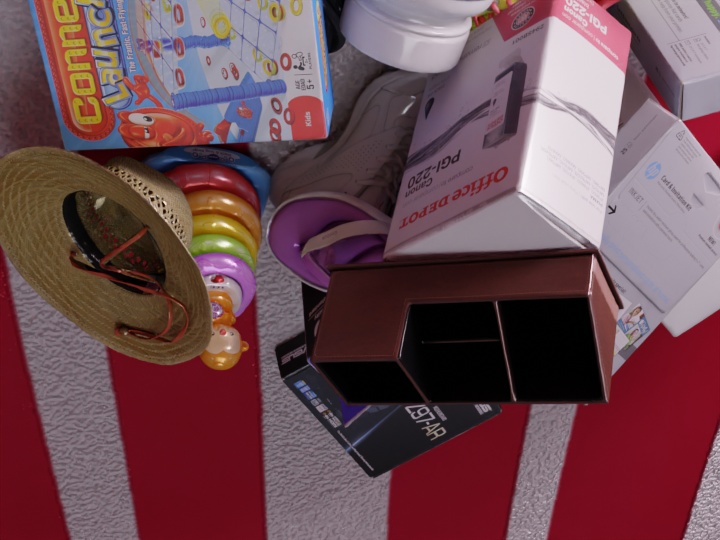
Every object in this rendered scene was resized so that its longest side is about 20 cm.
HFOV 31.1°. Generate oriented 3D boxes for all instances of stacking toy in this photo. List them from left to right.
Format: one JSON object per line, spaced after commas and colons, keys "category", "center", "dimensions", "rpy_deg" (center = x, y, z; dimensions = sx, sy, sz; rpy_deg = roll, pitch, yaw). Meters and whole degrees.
{"category": "stacking toy", "center": [-0.122, 0.002, 1.034], "dimensions": [0.115, 0.201, 0.110], "rpy_deg": [6, 130, -19]}

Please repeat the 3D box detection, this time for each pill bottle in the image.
{"category": "pill bottle", "center": [0.057, -0.249, 0.909], "dimensions": [0.112, 0.113, 0.201], "rpy_deg": [5, 124, -21]}

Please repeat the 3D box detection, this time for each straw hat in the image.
{"category": "straw hat", "center": [-0.172, -0.032, 0.964], "dimensions": [0.199, 0.085, 0.202], "rpy_deg": [20, 138, 19]}

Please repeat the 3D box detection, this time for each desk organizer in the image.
{"category": "desk organizer", "center": [0.071, 0.042, 0.882], "dimensions": [0.198, 0.078, 0.072], "rpy_deg": [-4, 146, 26]}

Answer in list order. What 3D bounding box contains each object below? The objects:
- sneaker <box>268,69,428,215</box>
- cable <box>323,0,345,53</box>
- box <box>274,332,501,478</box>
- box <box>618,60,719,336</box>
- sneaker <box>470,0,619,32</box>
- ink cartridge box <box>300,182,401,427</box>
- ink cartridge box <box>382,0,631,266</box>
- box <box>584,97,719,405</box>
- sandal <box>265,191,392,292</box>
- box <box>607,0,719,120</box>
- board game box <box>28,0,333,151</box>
{"category": "sneaker", "center": [0.014, -0.083, 1.067], "dimensions": [0.200, 0.100, 0.078], "rpy_deg": [-41, 134, 22]}
{"category": "cable", "center": [-0.106, -0.186, 0.981], "dimensions": [0.199, 0.051, 0.163], "rpy_deg": [-33, 139, 14]}
{"category": "box", "center": [0.032, 0.110, 1.292], "dimensions": [0.159, 0.044, 0.200], "rpy_deg": [-28, 133, 10]}
{"category": "box", "center": [0.245, -0.067, 1.118], "dimensions": [0.106, 0.153, 0.200], "rpy_deg": [-35, 131, 15]}
{"category": "sneaker", "center": [0.129, -0.208, 0.995], "dimensions": [0.199, 0.091, 0.078], "rpy_deg": [-27, 136, 13]}
{"category": "ink cartridge box", "center": [0.029, -0.003, 1.074], "dimensions": [0.043, 0.201, 0.198], "rpy_deg": [32, 117, -30]}
{"category": "ink cartridge box", "center": [0.106, -0.089, 0.929], "dimensions": [0.084, 0.202, 0.145], "rpy_deg": [31, 144, -27]}
{"category": "box", "center": [0.193, -0.009, 0.980], "dimensions": [0.200, 0.041, 0.156], "rpy_deg": [-48, 135, 6]}
{"category": "sandal", "center": [0.001, -0.007, 1.003], "dimensions": [0.050, 0.201, 0.083], "rpy_deg": [-14, 121, -56]}
{"category": "box", "center": [0.311, -0.200, 1.003], "dimensions": [0.198, 0.157, 0.041], "rpy_deg": [-14, 136, -3]}
{"category": "board game box", "center": [-0.125, -0.185, 0.893], "dimensions": [0.194, 0.056, 0.202], "rpy_deg": [-3, 124, 6]}
